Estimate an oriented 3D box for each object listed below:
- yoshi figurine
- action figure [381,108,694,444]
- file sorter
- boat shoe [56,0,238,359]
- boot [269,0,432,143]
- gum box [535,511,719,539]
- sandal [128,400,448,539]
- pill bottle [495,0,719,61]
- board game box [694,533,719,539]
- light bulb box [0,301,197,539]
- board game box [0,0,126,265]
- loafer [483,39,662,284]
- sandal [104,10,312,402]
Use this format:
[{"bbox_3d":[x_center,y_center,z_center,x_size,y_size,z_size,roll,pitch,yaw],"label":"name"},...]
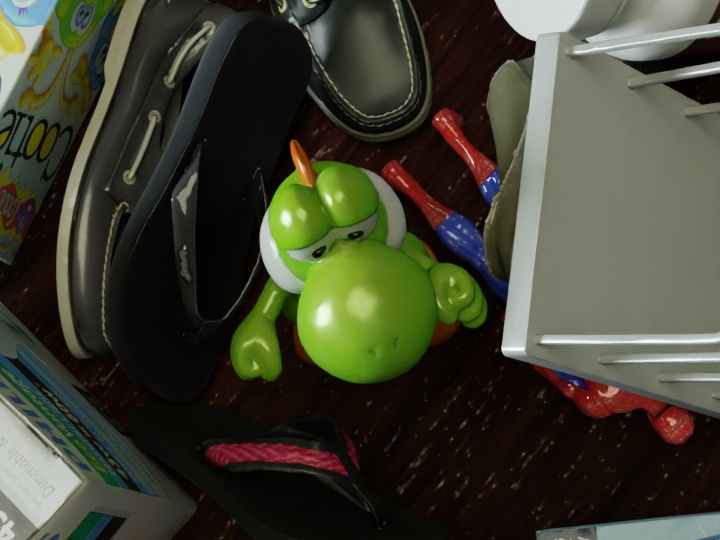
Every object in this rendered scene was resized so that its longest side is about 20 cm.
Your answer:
[{"bbox_3d":[-0.001,0.016,0.771,0.111,0.200,0.113,30,83,11],"label":"yoshi figurine"},{"bbox_3d":[0.095,0.009,0.836,0.065,0.052,0.200,-41,70,3],"label":"action figure"},{"bbox_3d":[0.177,-0.014,0.735,0.124,0.199,0.141,-3,75,45],"label":"file sorter"},{"bbox_3d":[-0.106,-0.051,0.864,0.062,0.073,0.202,8,76,12],"label":"boat shoe"},{"bbox_3d":[-0.027,-0.173,0.834,0.073,0.154,0.206,-22,77,3],"label":"boot"},{"bbox_3d":[0.190,0.198,0.789,0.197,0.045,0.172,-6,79,7],"label":"gum box"},{"bbox_3d":[-0.040,0.088,0.789,0.199,0.075,0.046,23,109,42],"label":"sandal"},{"bbox_3d":[0.161,-0.159,0.784,0.198,0.113,0.114,-10,75,-29],"label":"pill bottle"},{"bbox_3d":[0.147,0.216,0.709,0.194,0.056,0.202,-10,79,-14],"label":"board game box"},{"bbox_3d":[-0.204,0.083,0.785,0.198,0.200,0.125,43,87,13],"label":"light bulb box"},{"bbox_3d":[-0.193,-0.122,0.873,0.102,0.105,0.202,25,84,11],"label":"board game box"},{"bbox_3d":[0.094,-0.061,0.814,0.069,0.076,0.201,6,42,23],"label":"loafer"},{"bbox_3d":[-0.073,-0.028,0.831,0.043,0.076,0.202,26,103,45],"label":"sandal"}]
